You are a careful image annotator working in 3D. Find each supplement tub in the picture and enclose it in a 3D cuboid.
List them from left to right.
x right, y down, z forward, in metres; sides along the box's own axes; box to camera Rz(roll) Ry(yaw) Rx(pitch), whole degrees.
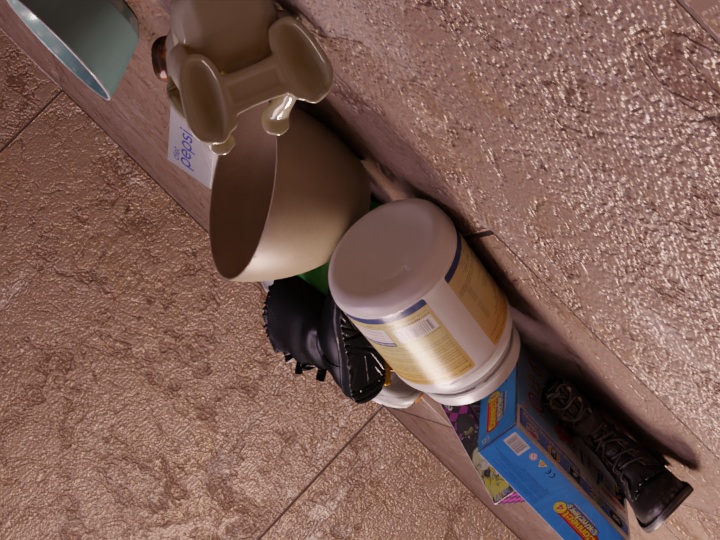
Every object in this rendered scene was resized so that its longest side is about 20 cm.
[{"bbox_3d":[0.071,0.037,1.515,0.144,0.144,0.200,35,168,49],"label":"supplement tub"}]

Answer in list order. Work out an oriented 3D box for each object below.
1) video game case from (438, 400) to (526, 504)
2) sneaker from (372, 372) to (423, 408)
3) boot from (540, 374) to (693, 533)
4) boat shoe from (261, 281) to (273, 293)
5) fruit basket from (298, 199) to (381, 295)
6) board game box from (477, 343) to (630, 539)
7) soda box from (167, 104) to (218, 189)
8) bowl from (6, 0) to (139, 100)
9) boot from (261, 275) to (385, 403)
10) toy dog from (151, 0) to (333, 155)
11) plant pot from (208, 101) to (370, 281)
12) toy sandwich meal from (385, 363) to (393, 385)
[{"bbox_3d":[0.167,0.185,1.700,0.200,0.036,0.182,11,-133,-59],"label":"video game case"},{"bbox_3d":[0.002,0.106,1.940,0.200,0.076,0.092,41,168,10],"label":"sneaker"},{"bbox_3d":[0.264,0.190,1.575,0.174,0.069,0.200,45,-179,-6],"label":"boot"},{"bbox_3d":[-0.122,-0.053,1.915,0.073,0.067,0.201,22,120,38],"label":"boat shoe"},{"bbox_3d":[0.000,0.000,1.754,0.216,0.155,0.216,43,155,25],"label":"fruit basket"},{"bbox_3d":[0.219,0.204,1.647,0.200,0.056,0.196,46,-159,-14],"label":"board game box"},{"bbox_3d":[-0.169,-0.182,1.633,0.068,0.063,0.200,35,150,11],"label":"soda box"},{"bbox_3d":[-0.378,-0.339,1.976,0.201,0.105,0.201,43,173,7],"label":"bowl"},{"bbox_3d":[-0.042,0.043,1.639,0.162,0.073,0.199,34,137,41],"label":"boot"},{"bbox_3d":[-0.137,-0.202,1.366,0.194,0.139,0.200,58,170,-9],"label":"toy dog"},{"bbox_3d":[-0.068,-0.079,1.571,0.134,0.201,0.200,9,-173,-24],"label":"plant pot"},{"bbox_3d":[0.072,0.102,1.782,0.205,0.204,0.071,-162,70,-73],"label":"toy sandwich meal"}]
